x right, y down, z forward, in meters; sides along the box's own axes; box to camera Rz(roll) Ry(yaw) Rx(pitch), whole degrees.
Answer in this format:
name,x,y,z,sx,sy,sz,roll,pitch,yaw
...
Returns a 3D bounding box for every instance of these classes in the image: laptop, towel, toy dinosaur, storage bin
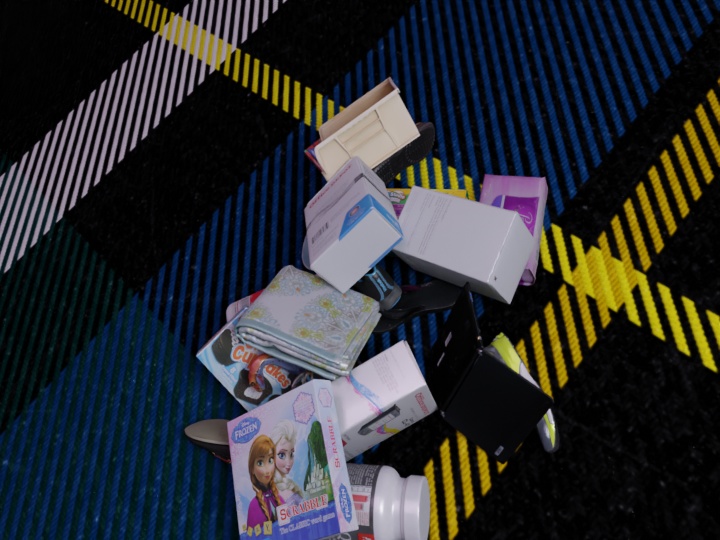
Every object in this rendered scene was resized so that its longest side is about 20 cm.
name,x,y,z,sx,sy,sz,roll,pitch,yaw
laptop,0.191,0.157,0.918,0.100,0.180,0.203,9,44,-12
towel,-0.079,0.080,0.957,0.196,0.049,0.172,21,38,13
toy dinosaur,-0.097,0.162,1.000,0.178,0.106,0.202,22,29,-16
storage bin,0.005,-0.268,1.157,0.196,0.095,0.201,-32,21,11

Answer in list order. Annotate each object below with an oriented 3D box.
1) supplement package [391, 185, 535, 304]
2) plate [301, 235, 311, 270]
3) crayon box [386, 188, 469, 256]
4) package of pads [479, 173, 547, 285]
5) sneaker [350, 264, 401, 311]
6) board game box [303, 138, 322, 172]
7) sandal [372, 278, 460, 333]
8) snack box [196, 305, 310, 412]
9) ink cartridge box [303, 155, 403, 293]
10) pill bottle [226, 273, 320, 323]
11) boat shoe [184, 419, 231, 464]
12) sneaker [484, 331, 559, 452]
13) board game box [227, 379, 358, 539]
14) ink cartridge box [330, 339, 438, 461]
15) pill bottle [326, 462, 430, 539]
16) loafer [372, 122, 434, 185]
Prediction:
name,x,y,z,sx,sy,sz,roll,pitch,yaw
supplement package,0.164,-0.044,0.978,0.197,0.117,0.119,22,82,36
plate,-0.041,-0.082,1.163,0.198,0.025,0.203,-35,37,30
crayon box,0.104,-0.091,1.140,0.195,0.059,0.121,3,62,19
package of pads,0.266,-0.076,1.070,0.117,0.076,0.204,5,63,23
sneaker,0.000,0.000,1.082,0.073,0.082,0.199,-46,33,-13
board game box,-0.032,-0.229,1.285,0.102,0.020,0.201,-37,57,-7
sandal,0.082,0.053,1.072,0.196,0.048,0.077,-20,57,6
snack box,-0.171,0.175,1.017,0.116,0.037,0.201,-43,101,-10
ink cartridge box,-0.018,-0.084,1.022,0.145,0.083,0.202,-42,30,18
pill bottle,-0.135,0.078,1.089,0.196,0.113,0.114,-23,57,3
boat shoe,-0.225,0.298,1.016,0.197,0.073,0.065,1,104,32
sneaker,0.242,0.199,0.934,0.080,0.074,0.202,-31,49,6
board game box,-0.106,0.287,0.854,0.198,0.041,0.204,-31,60,30
ink cartridge box,0.014,0.215,0.944,0.197,0.148,0.087,-28,59,0
pill bottle,0.000,0.351,0.890,0.194,0.116,0.119,-2,60,17
loafer,0.074,-0.248,1.218,0.199,0.074,0.070,-38,49,-23
